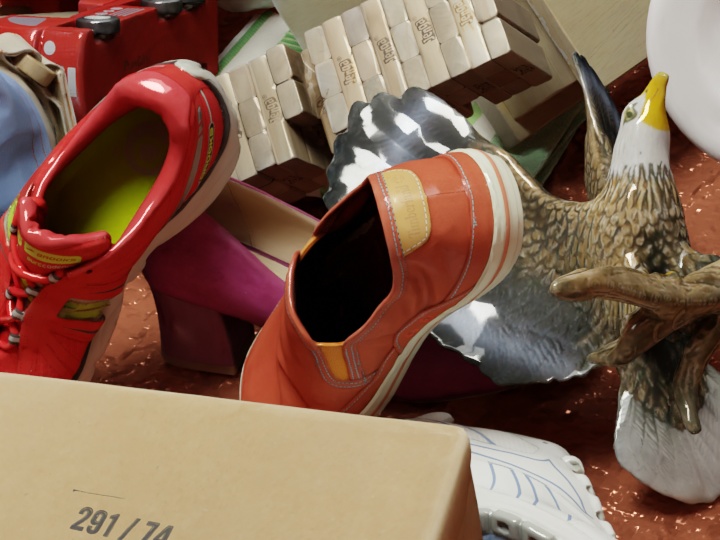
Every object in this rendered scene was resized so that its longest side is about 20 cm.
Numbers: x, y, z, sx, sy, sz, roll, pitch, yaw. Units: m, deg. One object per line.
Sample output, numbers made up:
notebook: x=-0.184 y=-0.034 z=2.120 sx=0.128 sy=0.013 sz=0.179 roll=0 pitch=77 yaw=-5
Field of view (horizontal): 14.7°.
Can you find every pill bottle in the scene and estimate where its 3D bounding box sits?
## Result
pill bottle: x=0.205 y=-0.118 z=1.236 sx=0.119 sy=0.120 sz=0.200 roll=6 pitch=17 yaw=18

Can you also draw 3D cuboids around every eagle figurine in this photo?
eagle figurine: x=0.098 y=-0.013 z=1.149 sx=0.151 sy=0.152 sz=0.200 roll=-53 pitch=32 yaw=-8

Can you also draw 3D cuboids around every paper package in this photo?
paper package: x=-0.069 y=0.141 z=0.952 sx=0.199 sy=0.104 sz=0.191 roll=6 pitch=46 yaw=17

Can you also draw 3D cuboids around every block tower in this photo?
block tower: x=-0.016 y=-0.074 z=1.265 sx=0.199 sy=0.058 sz=0.054 roll=-24 pitch=70 yaw=19

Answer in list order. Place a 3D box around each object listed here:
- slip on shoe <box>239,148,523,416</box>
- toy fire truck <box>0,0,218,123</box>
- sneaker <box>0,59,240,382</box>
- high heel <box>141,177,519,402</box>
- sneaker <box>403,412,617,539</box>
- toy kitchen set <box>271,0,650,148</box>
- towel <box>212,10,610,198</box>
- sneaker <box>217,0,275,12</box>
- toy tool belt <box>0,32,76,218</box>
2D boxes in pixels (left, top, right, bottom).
slip on shoe: x=-0.007 y=0.013 z=1.100 sx=0.061 sy=0.200 sz=0.074 roll=-2 pitch=66 yaw=-29
toy fire truck: x=-0.147 y=-0.115 z=1.380 sx=0.140 sy=0.049 sz=0.200 roll=5 pitch=16 yaw=23
sneaker: x=-0.129 y=-0.006 z=1.147 sx=0.077 sy=0.201 sz=0.085 roll=35 pitch=6 yaw=9
high heel: x=0.000 y=0.000 z=1.190 sx=0.199 sy=0.097 sz=0.068 roll=0 pitch=32 yaw=9
sneaker: x=0.061 y=0.097 z=1.056 sx=0.087 sy=0.075 sz=0.200 roll=-25 pitch=37 yaw=-36
toy kitchen set: x=0.067 y=-0.177 z=1.371 sx=0.180 sy=0.201 sz=0.163 roll=-35 pitch=2 yaw=-37
towel: x=0.006 y=-0.073 z=1.376 sx=0.199 sy=0.024 sz=0.153 roll=11 pitch=37 yaw=22
sneaker: x=-0.052 y=-0.193 z=1.522 sx=0.081 sy=0.076 sz=0.200 roll=3 pitch=24 yaw=-12
toy tool belt: x=-0.187 y=-0.059 z=1.222 sx=0.124 sy=0.201 sz=0.123 roll=-17 pitch=30 yaw=-1
